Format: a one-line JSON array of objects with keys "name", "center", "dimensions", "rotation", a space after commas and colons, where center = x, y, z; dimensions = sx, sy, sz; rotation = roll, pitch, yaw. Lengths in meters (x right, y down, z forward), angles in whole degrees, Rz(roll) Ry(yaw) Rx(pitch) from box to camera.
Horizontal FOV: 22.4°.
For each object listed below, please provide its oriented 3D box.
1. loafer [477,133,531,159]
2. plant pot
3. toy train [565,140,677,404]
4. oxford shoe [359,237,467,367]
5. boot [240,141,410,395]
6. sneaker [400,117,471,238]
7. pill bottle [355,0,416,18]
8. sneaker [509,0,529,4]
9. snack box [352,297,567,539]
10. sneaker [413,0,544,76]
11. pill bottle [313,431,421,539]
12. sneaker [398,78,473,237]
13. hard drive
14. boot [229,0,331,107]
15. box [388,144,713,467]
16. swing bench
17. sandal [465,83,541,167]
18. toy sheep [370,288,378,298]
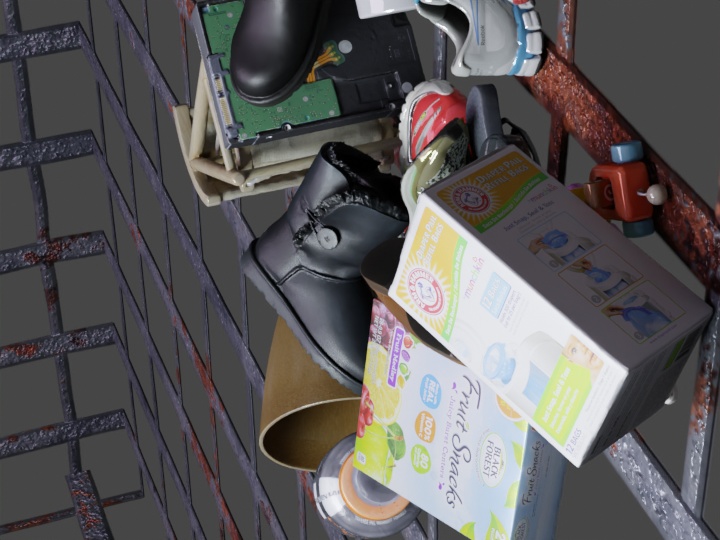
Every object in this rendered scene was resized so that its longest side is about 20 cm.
[{"name": "loafer", "center": [0.137, -0.015, 1.450], "dimensions": [0.073, 0.072, 0.200], "rotation": [-156, 55, -64]}, {"name": "plant pot", "center": [-0.021, 0.087, 1.928], "dimensions": [0.186, 0.186, 0.200], "rotation": [106, 160, -59]}, {"name": "toy train", "center": [0.179, 0.002, 1.352], "dimensions": [0.150, 0.056, 0.200], "rotation": [-152, 51, -70]}, {"name": "oxford shoe", "center": [0.071, 0.037, 1.486], "dimensions": [0.071, 0.071, 0.200], "rotation": [59, 173, -30]}, {"name": "boot", "center": [0.000, 0.000, 1.637], "dimensions": [0.200, 0.076, 0.168], "rotation": [47, 127, 7]}, {"name": "sneaker", "center": [0.088, -0.048, 1.535], "dimensions": [0.089, 0.077, 0.200], "rotation": [29, 147, 21]}, {"name": "pill bottle", "center": [0.022, -0.320, 1.545], "dimensions": [0.112, 0.112, 0.200], "rotation": [-168, 65, -73]}, {"name": "sneaker", "center": [0.089, -0.290, 1.389], "dimensions": [0.078, 0.082, 0.200], "rotation": [116, 138, -65]}, {"name": "snack box", "center": [0.088, 0.129, 1.573], "dimensions": [0.200, 0.068, 0.169], "rotation": [26, 118, 41]}, {"name": "sneaker", "center": [0.079, -0.244, 1.454], "dimensions": [0.075, 0.087, 0.200], "rotation": [116, 140, -68]}, {"name": "pill bottle", "center": [0.010, 0.210, 1.781], "dimensions": [0.200, 0.106, 0.106], "rotation": [112, 144, -81]}, {"name": "sneaker", "center": [0.076, -0.070, 1.625], "dimensions": [0.085, 0.077, 0.200], "rotation": [38, 141, 53]}, {"name": "hard drive", "center": [-0.047, -0.200, 1.708], "dimensions": [0.038, 0.200, 0.140], "rotation": [144, 111, -73]}, {"name": "boot", "center": [-0.087, -0.258, 1.593], "dimensions": [0.158, 0.079, 0.211], "rotation": [19, -89, -65]}, {"name": "box", "center": [0.131, 0.022, 1.298], "dimensions": [0.200, 0.101, 0.113], "rotation": [43, 140, 23]}, {"name": "swing bench", "center": [-0.066, -0.145, 1.819], "dimensions": [0.200, 0.199, 0.130], "rotation": [144, 113, -73]}, {"name": "sandal", "center": [0.131, -0.064, 1.513], "dimensions": [0.076, 0.043, 0.200], "rotation": [-128, 20, -71]}, {"name": "toy sheep", "center": [0.011, -0.020, 1.789], "dimensions": [0.200, 0.138, 0.138], "rotation": [-39, -56, -63]}]
